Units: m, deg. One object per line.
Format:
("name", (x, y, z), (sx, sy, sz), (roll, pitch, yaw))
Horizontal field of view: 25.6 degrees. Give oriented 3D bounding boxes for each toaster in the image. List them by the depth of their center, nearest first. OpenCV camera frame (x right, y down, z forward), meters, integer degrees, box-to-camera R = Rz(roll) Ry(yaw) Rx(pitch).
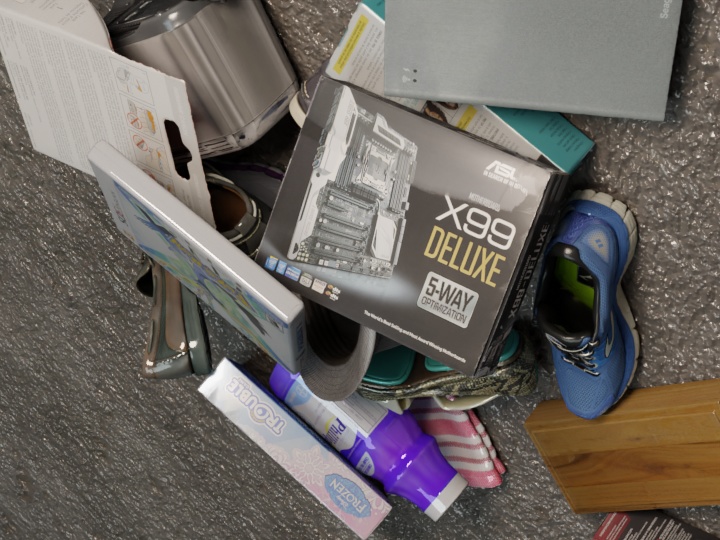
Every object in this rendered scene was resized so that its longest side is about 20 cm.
("toaster", (-0.136, -0.168, 1.290), (0.199, 0.114, 0.130), (-6, 123, 45))

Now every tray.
("tray", (0.236, 0.147, 1.299), (0.199, 0.037, 0.099), (-13, 114, 47))

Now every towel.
("towel", (0.034, 0.120, 1.455), (0.146, 0.030, 0.201), (-13, 114, 45))

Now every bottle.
("bottle", (0.008, 0.141, 1.422), (0.200, 0.065, 0.084), (42, 155, 7))

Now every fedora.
("fedora", (0.000, 0.000, 1.300), (0.177, 0.089, 0.202), (-28, 74, 62))

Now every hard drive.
("hard drive", (0.116, -0.174, 1.070), (0.198, 0.033, 0.141), (6, 131, 6))

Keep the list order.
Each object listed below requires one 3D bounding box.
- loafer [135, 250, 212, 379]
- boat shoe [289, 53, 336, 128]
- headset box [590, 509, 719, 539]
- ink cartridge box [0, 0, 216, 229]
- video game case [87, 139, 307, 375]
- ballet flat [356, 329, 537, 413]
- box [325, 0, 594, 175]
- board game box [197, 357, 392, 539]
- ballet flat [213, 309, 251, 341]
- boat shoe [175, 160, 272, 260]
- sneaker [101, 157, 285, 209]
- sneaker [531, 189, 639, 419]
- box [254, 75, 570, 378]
("loafer", (-0.178, 0.013, 1.429), (0.062, 0.201, 0.072), (-14, 138, -3))
("boat shoe", (0.034, -0.091, 1.241), (0.200, 0.073, 0.063), (41, 119, 8))
("headset box", (0.252, 0.286, 1.316), (0.199, 0.149, 0.076), (22, 136, 24))
("ink cartridge box", (-0.192, -0.132, 1.247), (0.199, 0.050, 0.162), (22, 144, 24))
("video game case", (-0.123, -0.005, 1.238), (0.199, 0.022, 0.182), (39, 167, 9))
("ballet flat", (0.057, 0.090, 1.351), (0.198, 0.068, 0.076), (-2, 133, 24))
("box", (0.073, -0.124, 1.195), (0.200, 0.049, 0.082), (41, 140, 5))
("board game box", (-0.058, 0.164, 1.483), (0.200, 0.043, 0.199), (42, 177, 3))
("ballet flat", (-0.109, 0.015, 1.414), (0.074, 0.068, 0.200), (11, 157, 10))
("boat shoe", (-0.148, -0.062, 1.326), (0.199, 0.072, 0.068), (26, 176, 35))
("sneaker", (-0.131, -0.055, 1.400), (0.199, 0.088, 0.075), (19, 134, 28))
("sneaker", (0.165, 0.039, 1.225), (0.078, 0.089, 0.201), (17, 133, 31))
("box", (0.035, -0.034, 1.165), (0.199, 0.050, 0.159), (26, 101, 23))
